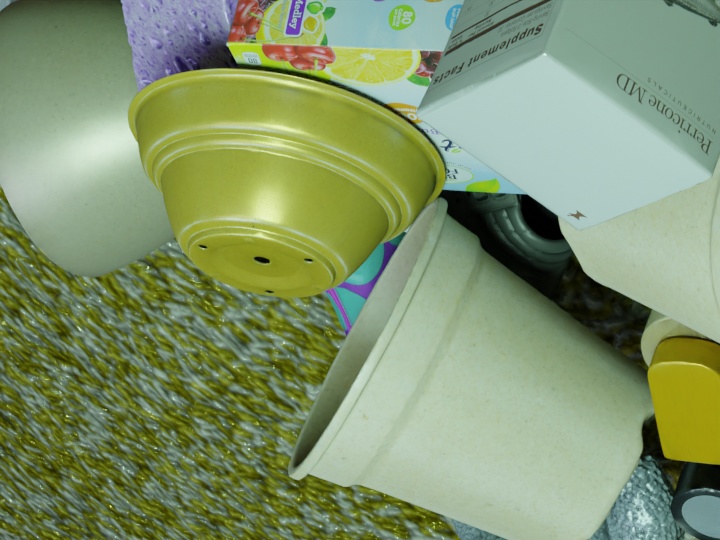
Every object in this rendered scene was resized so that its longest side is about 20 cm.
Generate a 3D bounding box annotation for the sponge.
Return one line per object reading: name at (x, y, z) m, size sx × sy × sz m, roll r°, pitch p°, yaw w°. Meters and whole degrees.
sponge at (-0.110, -0.183, 1.420) m, size 0.111 × 0.030 × 0.201 m, roll 22°, pitch 133°, yaw 42°

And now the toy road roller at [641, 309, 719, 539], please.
toy road roller at (0.266, 0.074, 1.428) m, size 0.145 × 0.123 × 0.200 m, roll 2°, pitch 135°, yaw 26°

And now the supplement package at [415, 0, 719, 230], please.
supplement package at (0.134, -0.142, 1.196) m, size 0.117 × 0.201 × 0.117 m, roll 33°, pitch 152°, yaw -22°

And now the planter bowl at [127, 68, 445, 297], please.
planter bowl at (-0.053, -0.038, 1.405) m, size 0.199 × 0.084 × 0.201 m, roll 10°, pitch 158°, yaw 4°

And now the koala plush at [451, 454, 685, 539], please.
koala plush at (0.102, 0.124, 1.614) m, size 0.200 × 0.177 × 0.184 m, roll 54°, pitch -171°, yaw -13°

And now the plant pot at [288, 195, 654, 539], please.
plant pot at (0.081, 0.083, 1.461) m, size 0.183 × 0.201 × 0.201 m, roll 28°, pitch 148°, yaw -4°

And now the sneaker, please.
sneaker at (0.066, -0.061, 1.522) m, size 0.200 × 0.071 × 0.099 m, roll 41°, pitch 138°, yaw 5°

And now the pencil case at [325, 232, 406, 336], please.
pencil case at (0.000, 0.000, 1.631) m, size 0.085 × 0.092 × 0.200 m, roll 19°, pitch 146°, yaw 48°

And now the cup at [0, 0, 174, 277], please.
cup at (-0.147, -0.108, 1.594) m, size 0.143 × 0.201 × 0.201 m, roll -13°, pitch 123°, yaw 23°

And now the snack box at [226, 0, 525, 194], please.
snack box at (0.040, -0.113, 1.381) m, size 0.199 × 0.068 × 0.169 m, roll 5°, pitch 155°, yaw 16°

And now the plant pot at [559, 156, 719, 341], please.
plant pot at (0.215, -0.037, 1.279) m, size 0.183 × 0.200 × 0.201 m, roll 17°, pitch 142°, yaw 49°

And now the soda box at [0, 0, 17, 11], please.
soda box at (-0.239, -0.255, 1.603) m, size 0.068 × 0.063 × 0.200 m, roll 39°, pitch 148°, yaw 2°
